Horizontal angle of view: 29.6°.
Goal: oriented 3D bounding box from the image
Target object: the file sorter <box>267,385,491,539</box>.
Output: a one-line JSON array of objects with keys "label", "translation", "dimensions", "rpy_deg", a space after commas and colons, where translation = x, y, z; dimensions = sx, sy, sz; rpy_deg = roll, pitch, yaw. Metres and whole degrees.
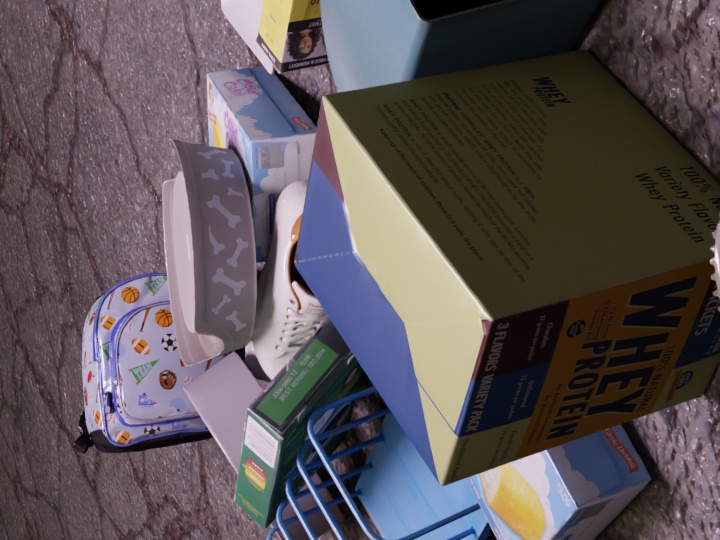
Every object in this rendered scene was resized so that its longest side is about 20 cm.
[{"label": "file sorter", "translation": [0.012, 0.203, 1.126], "dimensions": [0.139, 0.121, 0.201], "rpy_deg": [55, 147, 28]}]

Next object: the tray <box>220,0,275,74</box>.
[{"label": "tray", "translation": [-0.099, -0.265, 1.260], "dimensions": [0.200, 0.022, 0.109], "rpy_deg": [-125, 31, -57]}]

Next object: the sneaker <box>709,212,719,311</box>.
[{"label": "sneaker", "translation": [0.257, 0.043, 0.693], "dimensions": [0.099, 0.069, 0.203], "rpy_deg": [-34, 75, 55]}]

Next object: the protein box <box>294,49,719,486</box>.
[{"label": "protein box", "translation": [0.096, -0.011, 0.827], "dimensions": [0.199, 0.197, 0.136], "rpy_deg": [54, 146, 37]}]

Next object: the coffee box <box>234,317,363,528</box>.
[{"label": "coffee box", "translation": [-0.052, 0.131, 1.158], "dimensions": [0.044, 0.123, 0.201], "rpy_deg": [35, 152, 13]}]

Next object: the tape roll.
[{"label": "tape roll", "translation": [-0.098, 0.183, 1.364], "dimensions": [0.202, 0.066, 0.201], "rpy_deg": [56, 171, 13]}]

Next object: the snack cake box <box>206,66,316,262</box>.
[{"label": "snack cake box", "translation": [-0.091, -0.103, 1.260], "dimensions": [0.200, 0.066, 0.117], "rpy_deg": [-125, 31, -60]}]

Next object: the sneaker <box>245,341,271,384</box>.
[{"label": "sneaker", "translation": [-0.069, 0.075, 1.333], "dimensions": [0.199, 0.074, 0.101], "rpy_deg": [26, 126, 57]}]

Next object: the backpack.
[{"label": "backpack", "translation": [-0.233, 0.101, 1.561], "dimensions": [0.154, 0.197, 0.193], "rpy_deg": [-36, 64, 56]}]

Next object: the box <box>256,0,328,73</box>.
[{"label": "box", "translation": [-0.032, -0.259, 1.108], "dimensions": [0.050, 0.074, 0.202], "rpy_deg": [54, 145, 33]}]

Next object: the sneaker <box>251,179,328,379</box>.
[{"label": "sneaker", "translation": [-0.053, 0.030, 1.175], "dimensions": [0.085, 0.072, 0.202], "rpy_deg": [-117, 28, -53]}]

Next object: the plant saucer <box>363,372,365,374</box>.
[{"label": "plant saucer", "translation": [0.000, 0.000, 1.174], "dimensions": [0.200, 0.034, 0.204], "rpy_deg": [174, 90, -72]}]

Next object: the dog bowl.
[{"label": "dog bowl", "translation": [-0.136, -0.018, 1.216], "dimensions": [0.200, 0.058, 0.204], "rpy_deg": [175, 90, -75]}]

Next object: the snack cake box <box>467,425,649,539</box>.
[{"label": "snack cake box", "translation": [0.112, 0.098, 0.979], "dimensions": [0.202, 0.066, 0.116], "rpy_deg": [63, 151, 26]}]

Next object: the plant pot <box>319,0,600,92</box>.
[{"label": "plant pot", "translation": [0.053, -0.169, 0.920], "dimensions": [0.143, 0.140, 0.201], "rpy_deg": [64, 158, 24]}]
